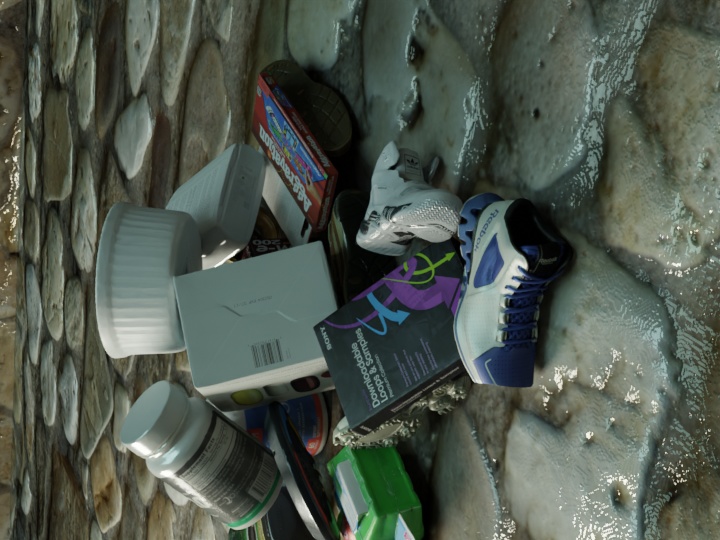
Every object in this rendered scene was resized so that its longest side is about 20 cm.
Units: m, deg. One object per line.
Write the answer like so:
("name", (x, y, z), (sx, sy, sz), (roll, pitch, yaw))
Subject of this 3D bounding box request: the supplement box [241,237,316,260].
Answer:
("supplement box", (-0.130, 0.045, 1.641), (0.061, 0.108, 0.201), (64, 144, 37))

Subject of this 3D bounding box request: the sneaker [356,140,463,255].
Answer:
("sneaker", (0.057, -0.089, 1.272), (0.200, 0.074, 0.116), (157, 127, -66))

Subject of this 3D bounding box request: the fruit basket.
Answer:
("fruit basket", (0.005, 0.307, 1.437), (0.186, 0.093, 0.201), (65, 149, 34))

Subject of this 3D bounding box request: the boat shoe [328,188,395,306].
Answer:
("boat shoe", (0.000, 0.000, 1.441), (0.074, 0.075, 0.202), (131, 137, -59))

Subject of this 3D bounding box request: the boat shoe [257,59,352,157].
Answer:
("boat shoe", (-0.067, -0.211, 1.551), (0.200, 0.072, 0.068), (47, 167, 39))

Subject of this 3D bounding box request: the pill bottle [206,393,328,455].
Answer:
("pill bottle", (-0.154, 0.216, 1.609), (0.112, 0.198, 0.114), (14, 106, 60))

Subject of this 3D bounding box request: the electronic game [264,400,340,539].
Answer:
("electronic game", (-0.073, 0.262, 1.486), (0.200, 0.041, 0.202), (155, 91, -88))

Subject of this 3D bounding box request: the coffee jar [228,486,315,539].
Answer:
("coffee jar", (-0.128, 0.391, 1.699), (0.200, 0.084, 0.105), (-49, 48, 54))

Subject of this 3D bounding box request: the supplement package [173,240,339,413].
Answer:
("supplement package", (-0.116, 0.078, 1.461), (0.200, 0.189, 0.149), (77, 180, -74))

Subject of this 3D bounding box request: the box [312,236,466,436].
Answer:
("box", (0.049, 0.072, 1.275), (0.199, 0.036, 0.144), (-36, 55, 19))

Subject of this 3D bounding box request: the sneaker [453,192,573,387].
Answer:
("sneaker", (0.152, 0.017, 1.140), (0.115, 0.080, 0.202), (-9, 83, 64))

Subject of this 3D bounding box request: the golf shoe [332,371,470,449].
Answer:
("golf shoe", (0.043, 0.139, 1.343), (0.199, 0.078, 0.098), (-35, 49, 29))

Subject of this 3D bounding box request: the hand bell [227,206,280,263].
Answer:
("hand bell", (-0.192, -0.014, 1.796), (0.200, 0.103, 0.105), (119, 139, -62))

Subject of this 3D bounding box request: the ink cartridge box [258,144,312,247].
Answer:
("ink cartridge box", (-0.087, -0.119, 1.604), (0.201, 0.050, 0.110), (58, 140, 40))

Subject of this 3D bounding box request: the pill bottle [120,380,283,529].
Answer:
("pill bottle", (-0.202, 0.235, 1.470), (0.113, 0.200, 0.114), (-36, 28, 23))

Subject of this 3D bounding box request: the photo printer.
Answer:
("photo printer", (-0.223, -0.070, 1.639), (0.199, 0.069, 0.168), (-31, 38, 41))

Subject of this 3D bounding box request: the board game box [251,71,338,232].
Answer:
("board game box", (-0.090, -0.157, 1.506), (0.201, 0.019, 0.104), (57, 150, 31))

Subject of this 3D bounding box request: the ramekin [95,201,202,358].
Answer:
("ramekin", (-0.268, 0.013, 1.484), (0.200, 0.096, 0.203), (1, -90, -86))
